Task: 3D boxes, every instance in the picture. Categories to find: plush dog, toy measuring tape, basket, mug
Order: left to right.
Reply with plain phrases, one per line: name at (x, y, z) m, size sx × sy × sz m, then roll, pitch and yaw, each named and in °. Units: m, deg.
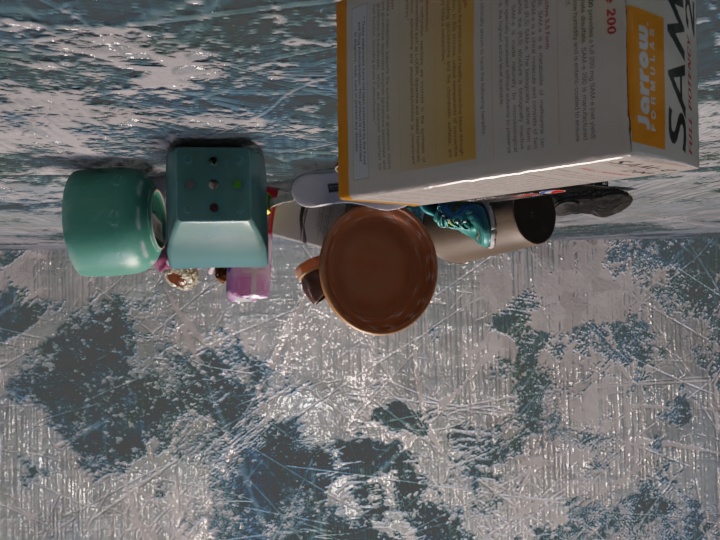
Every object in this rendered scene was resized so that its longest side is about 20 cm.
mug at (-0.343, -0.079, 1.105) m, size 0.113 × 0.154 × 0.186 m, roll -3°, pitch -147°, yaw 1°
plush dog at (-0.317, -0.068, 1.599) m, size 0.170 × 0.202 × 0.161 m, roll 10°, pitch -153°, yaw -28°
toy measuring tape at (-0.167, -0.123, 1.221) m, size 0.198 × 0.075 × 0.073 m, roll -19°, pitch 173°, yaw 19°
basket at (0.242, -0.091, 1.388) m, size 0.178 × 0.138 × 0.199 m, roll -5°, pitch 177°, yaw -35°

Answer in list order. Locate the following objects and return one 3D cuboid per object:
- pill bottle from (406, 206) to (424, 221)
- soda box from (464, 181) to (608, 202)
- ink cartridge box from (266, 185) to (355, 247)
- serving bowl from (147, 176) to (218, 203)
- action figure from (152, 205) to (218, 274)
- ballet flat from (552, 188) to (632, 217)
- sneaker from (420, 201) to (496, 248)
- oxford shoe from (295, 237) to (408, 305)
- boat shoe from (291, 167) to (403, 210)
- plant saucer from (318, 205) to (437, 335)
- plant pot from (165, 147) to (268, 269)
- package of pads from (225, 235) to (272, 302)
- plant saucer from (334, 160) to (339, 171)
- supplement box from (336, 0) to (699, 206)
pill bottle at (0.094, -0.091, 1.550) m, size 0.197 × 0.113 × 0.111 m, roll -1°, pitch 179°, yaw -24°
soda box at (0.220, -0.130, 0.997) m, size 0.070 × 0.064 × 0.199 m, roll -1°, pitch 179°, yaw -39°
ink cartridge box at (-0.060, -0.085, 1.311) m, size 0.198 × 0.085 × 0.144 m, roll 16°, pitch -172°, yaw 35°
serving bowl at (-0.334, -0.111, 1.271) m, size 0.197 × 0.067 × 0.200 m, roll 0°, pitch 179°, yaw 0°
action figure at (-0.235, -0.034, 1.169) m, size 0.199 × 0.135 × 0.148 m, roll -6°, pitch 147°, yaw 47°
ballet flat at (0.442, -0.139, 1.470) m, size 0.197 × 0.057 × 0.067 m, roll -2°, pitch 136°, yaw -22°
sneaker at (0.164, -0.085, 1.266) m, size 0.079 × 0.079 × 0.200 m, roll -12°, pitch -155°, yaw -18°
oxford shoe at (0.000, 0.000, 1.206) m, size 0.198 × 0.074 × 0.071 m, roll -20°, pitch 163°, yaw -13°
boat shoe at (-0.003, -0.127, 1.116) m, size 0.197 × 0.070 × 0.057 m, roll 1°, pitch -165°, yaw 18°
plant saucer at (0.025, -0.004, 1.161) m, size 0.198 × 0.203 × 0.037 m, roll -1°, pitch 179°, yaw -25°
plant pot at (-0.187, -0.089, 0.992) m, size 0.139 × 0.144 × 0.200 m, roll -1°, pitch 172°, yaw -9°
package of pads at (-0.208, -0.043, 1.425) m, size 0.075 × 0.203 × 0.120 m, roll 4°, pitch 173°, yaw -20°
plant saucer at (0.066, -0.143, 0.950) m, size 0.197 × 0.035 × 0.200 m, roll -1°, pitch 178°, yaw 0°
supplement box at (0.076, -0.108, 0.423) m, size 0.073 × 0.128 × 0.199 m, roll 1°, pitch 178°, yaw -42°
